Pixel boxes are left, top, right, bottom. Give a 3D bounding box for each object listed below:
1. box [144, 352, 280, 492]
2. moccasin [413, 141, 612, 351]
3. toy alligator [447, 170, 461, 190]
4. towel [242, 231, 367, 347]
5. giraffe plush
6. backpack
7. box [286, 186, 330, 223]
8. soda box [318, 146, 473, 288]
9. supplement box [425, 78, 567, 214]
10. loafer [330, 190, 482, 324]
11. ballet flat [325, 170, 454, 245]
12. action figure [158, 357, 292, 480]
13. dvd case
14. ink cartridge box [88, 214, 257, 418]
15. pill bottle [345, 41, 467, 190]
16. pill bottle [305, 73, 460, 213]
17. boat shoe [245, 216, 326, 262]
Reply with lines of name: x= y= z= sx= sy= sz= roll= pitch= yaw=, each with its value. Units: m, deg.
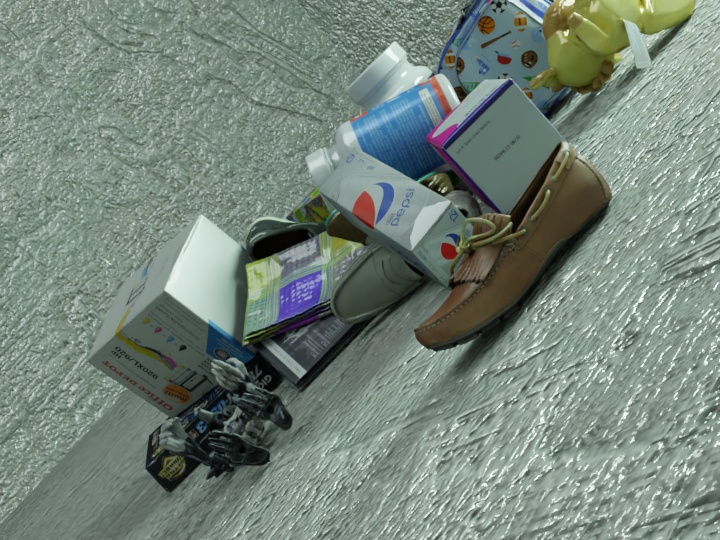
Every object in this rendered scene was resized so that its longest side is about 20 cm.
box: x=-0.194 y=0.181 z=1.594 sx=0.199 sy=0.050 sz=0.200 roll=-46 pitch=8 yaw=-4
moccasin: x=0.110 y=-0.019 z=0.949 sx=0.201 sy=0.078 sz=0.074 roll=-45 pitch=8 yaw=-11
toy alligator: x=0.106 y=-0.114 z=1.546 sx=0.199 sy=0.060 sz=0.054 roll=-33 pitch=3 yaw=21
towel: x=-0.056 y=0.004 z=1.447 sx=0.198 sy=0.023 sz=0.145 roll=-24 pitch=38 yaw=20
giraffe plush: x=0.266 y=-0.276 z=1.379 sx=0.162 sy=0.170 sz=0.203 roll=130 pitch=148 yaw=-63
backpack: x=0.193 y=-0.268 z=1.541 sx=0.191 sy=0.199 sz=0.154 roll=-54 pitch=-1 yaw=36
box: x=0.020 y=-0.119 z=1.821 sx=0.200 sy=0.122 sz=0.192 roll=-47 pitch=9 yaw=-21
soda box: x=0.038 y=-0.057 z=1.247 sx=0.064 sy=0.068 sz=0.200 roll=-49 pitch=36 yaw=-3
supplement box: x=0.145 y=-0.138 z=1.332 sx=0.101 sy=0.103 sz=0.200 roll=-43 pitch=9 yaw=5
loafer: x=0.044 y=-0.013 z=1.304 sx=0.200 sy=0.070 sz=0.070 roll=-42 pitch=-1 yaw=13
ballet flat: x=0.048 y=-0.059 z=1.407 sx=0.199 sy=0.073 sz=0.068 roll=-21 pitch=-21 yaw=-46
action figure: x=-0.139 y=0.153 z=1.266 sx=0.120 sy=0.101 sz=0.200 roll=-58 pitch=13 yaw=-16
dvd case: x=-0.036 y=0.036 z=1.426 sx=0.200 sy=0.016 sz=0.148 roll=-44 pitch=36 yaw=-9
ink cartridge box: x=-0.226 y=0.064 z=1.580 sx=0.199 sy=0.147 sz=0.146 roll=-37 pitch=24 yaw=39
pill bottle: x=0.078 y=-0.195 z=1.619 sx=0.115 sy=0.200 sz=0.116 roll=-41 pitch=7 yaw=7
pill bottle: x=0.037 y=-0.147 z=1.497 sx=0.198 sy=0.114 sz=0.112 roll=-27 pitch=9 yaw=3
boat shoe: x=-0.047 y=-0.026 z=1.553 sx=0.068 sy=0.196 sz=0.073 roll=-97 pitch=11 yaw=-76
